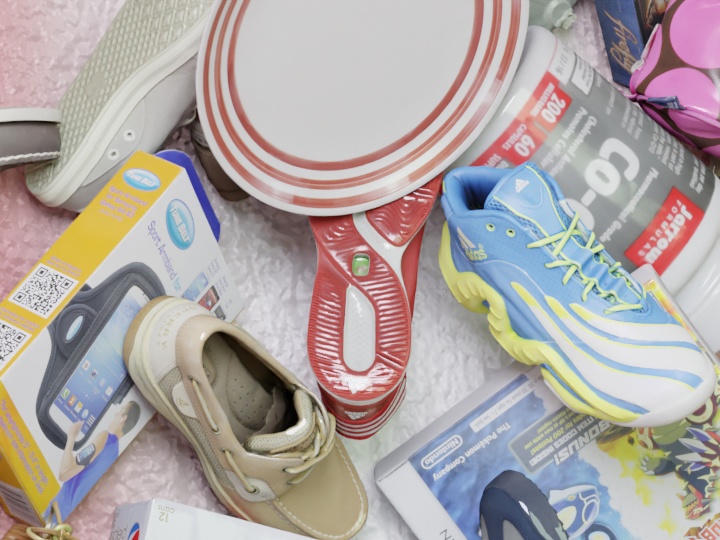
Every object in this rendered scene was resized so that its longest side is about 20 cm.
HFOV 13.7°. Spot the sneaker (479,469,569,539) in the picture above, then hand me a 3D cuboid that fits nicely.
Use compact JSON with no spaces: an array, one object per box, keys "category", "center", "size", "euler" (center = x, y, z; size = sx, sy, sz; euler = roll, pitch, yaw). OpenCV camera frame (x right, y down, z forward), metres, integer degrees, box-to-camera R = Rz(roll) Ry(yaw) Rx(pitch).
[{"category":"sneaker","center":[0.086,0.213,1.645],"size":[0.082,0.070,0.201],"euler":[-19,100,-24]}]

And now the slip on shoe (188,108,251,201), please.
[{"category":"slip on shoe","center":[-0.019,-0.113,1.716],"size":[0.200,0.076,0.061],"euler":[-45,140,-33]}]

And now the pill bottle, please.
[{"category":"pill bottle","center":[0.141,-0.039,1.743],"size":[0.200,0.114,0.114],"euler":[39,67,-13]}]

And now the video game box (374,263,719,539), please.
[{"category":"video game box","center":[0.138,0.129,1.699],"size":[0.200,0.047,0.183],"euler":[-37,100,6]}]

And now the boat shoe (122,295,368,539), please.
[{"category":"boat shoe","center":[-0.049,0.090,1.628],"size":[0.072,0.065,0.200],"euler":[-55,129,-21]}]

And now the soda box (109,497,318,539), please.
[{"category":"soda box","center":[-0.041,0.182,1.646],"size":[0.199,0.064,0.069],"euler":[17,75,-21]}]

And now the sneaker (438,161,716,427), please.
[{"category":"sneaker","center":[0.105,0.007,1.614],"size":[0.076,0.200,0.105],"euler":[-41,137,-20]}]

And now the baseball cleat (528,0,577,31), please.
[{"category":"baseball cleat","center":[0.106,-0.228,1.792],"size":[0.070,0.106,0.201],"euler":[19,100,-45]}]

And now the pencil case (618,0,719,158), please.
[{"category":"pencil case","center":[0.231,-0.169,1.760],"size":[0.093,0.091,0.201],"euler":[23,83,22]}]

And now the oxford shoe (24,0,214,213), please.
[{"category":"oxford shoe","center":[-0.107,-0.110,1.628],"size":[0.058,0.075,0.200],"euler":[27,111,-33]}]

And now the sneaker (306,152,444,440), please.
[{"category":"sneaker","center":[0.000,0.000,1.685],"size":[0.078,0.116,0.201],"euler":[12,64,1]}]

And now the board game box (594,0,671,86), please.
[{"category":"board game box","center":[0.184,-0.221,1.773],"size":[0.136,0.034,0.201],"euler":[-47,142,-24]}]

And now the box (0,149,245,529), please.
[{"category":"box","center":[-0.135,0.030,1.608],"size":[0.200,0.041,0.119],"euler":[-49,143,-22]}]

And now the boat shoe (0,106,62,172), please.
[{"category":"boat shoe","center":[-0.250,-0.046,1.587],"size":[0.199,0.072,0.060],"euler":[-12,86,-22]}]

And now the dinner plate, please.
[{"category":"dinner plate","center":[-0.001,-0.122,1.587],"size":[0.199,0.024,0.201],"euler":[-15,123,-24]}]

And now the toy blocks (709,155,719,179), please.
[{"category":"toy blocks","center":[0.289,-0.045,1.835],"size":[0.199,0.100,0.138],"euler":[16,85,-21]}]

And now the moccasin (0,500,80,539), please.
[{"category":"moccasin","center":[-0.175,0.161,1.552],"size":[0.200,0.074,0.078],"euler":[-9,87,10]}]
